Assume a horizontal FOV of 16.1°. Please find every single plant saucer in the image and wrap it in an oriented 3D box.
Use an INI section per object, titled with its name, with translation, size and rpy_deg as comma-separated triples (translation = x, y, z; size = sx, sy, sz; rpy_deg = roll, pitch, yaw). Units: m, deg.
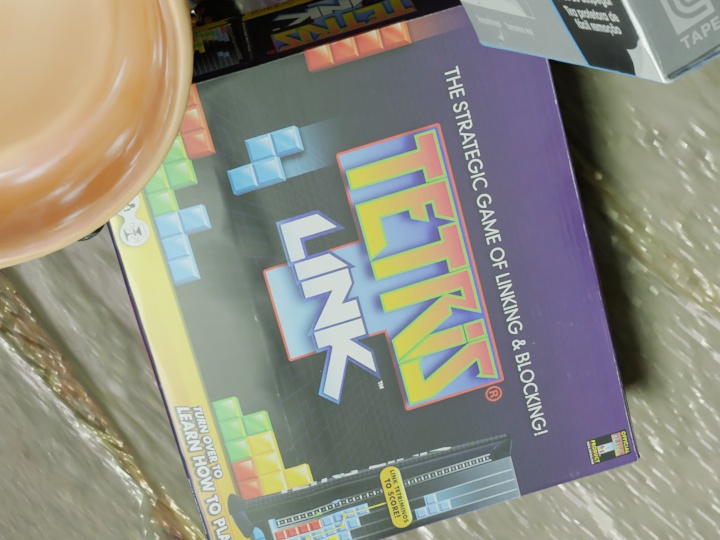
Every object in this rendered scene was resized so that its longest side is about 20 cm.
[plant saucer]
translation = -0.151, -0.082, 0.803
size = 0.200, 0.037, 0.200
rpy_deg = 1, 132, 2

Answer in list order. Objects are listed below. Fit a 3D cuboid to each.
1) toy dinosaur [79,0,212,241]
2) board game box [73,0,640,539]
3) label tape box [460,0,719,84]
[toy dinosaur]
translation = -0.090, -0.046, 1.040
size = 0.136, 0.102, 0.200
rpy_deg = 3, 100, 25
[board game box]
translation = 0.000, 0.000, 0.922
size = 0.057, 0.165, 0.200
rpy_deg = -110, 3, -63
[label tape box]
translation = 0.038, -0.157, 0.716
size = 0.200, 0.066, 0.143
rpy_deg = 59, 170, -18
